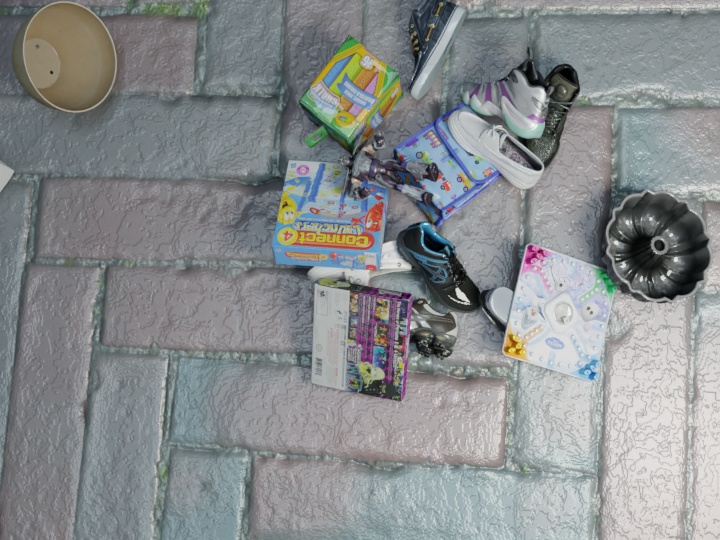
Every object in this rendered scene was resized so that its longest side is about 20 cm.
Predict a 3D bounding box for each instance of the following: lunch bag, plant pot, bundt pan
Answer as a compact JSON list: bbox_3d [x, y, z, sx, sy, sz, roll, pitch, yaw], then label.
[{"bbox_3d":[0.176,-0.206,1.747,0.198,0.094,0.152,-36,80,-14],"label":"lunch bag"},{"bbox_3d":[-0.590,-0.403,1.808,0.133,0.198,0.205,3,82,42],"label":"plant pot"},{"bbox_3d":[0.515,-0.035,1.662,0.197,0.076,0.207,2,75,-6],"label":"bundt pan"}]

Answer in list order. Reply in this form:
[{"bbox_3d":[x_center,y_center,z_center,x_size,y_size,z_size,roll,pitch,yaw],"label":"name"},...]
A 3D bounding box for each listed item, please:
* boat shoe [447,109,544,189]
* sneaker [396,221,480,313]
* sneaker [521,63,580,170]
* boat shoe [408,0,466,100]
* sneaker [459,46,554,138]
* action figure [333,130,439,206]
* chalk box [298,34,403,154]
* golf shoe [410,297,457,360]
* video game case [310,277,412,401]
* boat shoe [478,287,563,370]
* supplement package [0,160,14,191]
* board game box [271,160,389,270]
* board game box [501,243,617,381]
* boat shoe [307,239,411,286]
[{"bbox_3d":[0.247,-0.228,1.697,0.200,0.069,0.072,44,62,3],"label":"boat shoe"},{"bbox_3d":[0.150,-0.003,1.695,0.200,0.082,0.074,43,57,-7],"label":"sneaker"},{"bbox_3d":[0.347,-0.286,1.715,0.075,0.114,0.203,22,88,10],"label":"sneaker"},{"bbox_3d":[0.119,-0.425,1.781,0.090,0.071,0.203,26,80,10],"label":"boat shoe"},{"bbox_3d":[0.272,-0.341,1.701,0.199,0.077,0.142,36,121,34],"label":"sneaker"},{"bbox_3d":[0.040,-0.179,1.673,0.196,0.069,0.133,17,93,20],"label":"action figure"},{"bbox_3d":[-0.029,-0.306,1.752,0.123,0.125,0.201,37,89,9],"label":"chalk box"},{"bbox_3d":[0.085,0.092,1.726,0.196,0.078,0.096,18,63,9],"label":"golf shoe"},{"bbox_3d":[0.000,0.125,1.685,0.177,0.036,0.205,9,113,15],"label":"video game case"},{"bbox_3d":[0.290,0.106,1.694,0.198,0.068,0.074,37,76,-15],"label":"boat shoe"},{"bbox_3d":[-0.803,-0.213,1.825,0.198,0.121,0.121,35,87,9],"label":"supplement package"},{"bbox_3d":[-0.051,-0.103,1.723,0.195,0.056,0.199,3,57,6],"label":"board game box"},{"bbox_3d":[0.361,0.076,1.669,0.196,0.026,0.205,17,83,-18],"label":"board game box"},{"bbox_3d":[0.000,0.000,1.737,0.196,0.071,0.071,-16,80,3],"label":"boat shoe"}]
